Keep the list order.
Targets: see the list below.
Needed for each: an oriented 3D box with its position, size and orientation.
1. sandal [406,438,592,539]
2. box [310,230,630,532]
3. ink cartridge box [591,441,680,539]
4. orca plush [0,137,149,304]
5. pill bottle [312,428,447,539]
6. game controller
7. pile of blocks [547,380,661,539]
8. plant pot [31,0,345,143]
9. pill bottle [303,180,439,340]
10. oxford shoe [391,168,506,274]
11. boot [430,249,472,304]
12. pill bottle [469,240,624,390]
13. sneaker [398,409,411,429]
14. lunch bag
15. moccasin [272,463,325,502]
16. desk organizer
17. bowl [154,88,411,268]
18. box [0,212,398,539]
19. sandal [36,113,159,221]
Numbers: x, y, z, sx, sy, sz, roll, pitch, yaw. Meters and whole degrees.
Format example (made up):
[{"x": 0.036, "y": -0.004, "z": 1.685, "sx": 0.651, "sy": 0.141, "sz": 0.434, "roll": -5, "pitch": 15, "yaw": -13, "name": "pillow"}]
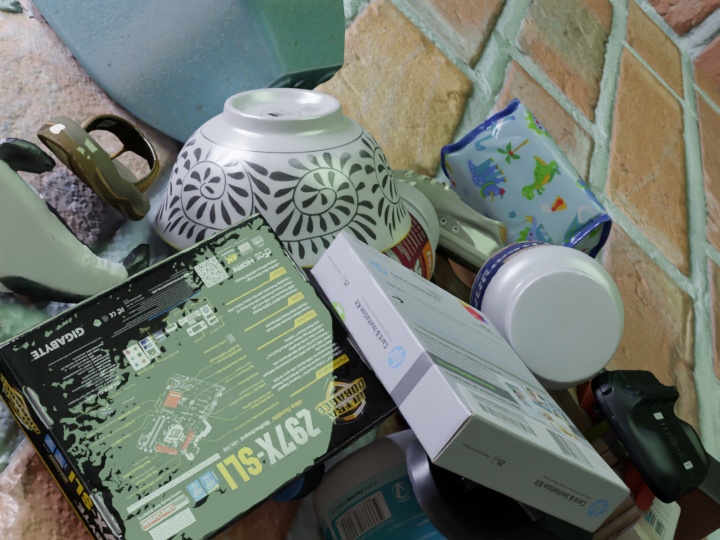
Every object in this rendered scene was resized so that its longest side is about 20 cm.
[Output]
[{"x": 0.097, "y": 0.142, "z": 0.754, "sx": 0.200, "sy": 0.043, "sz": 0.076, "roll": 24, "pitch": 36, "yaw": -47, "name": "sandal"}, {"x": 0.066, "y": 0.068, "z": 0.744, "sx": 0.156, "sy": 0.041, "sz": 0.200, "roll": 29, "pitch": 17, "yaw": -38, "name": "box"}, {"x": 0.176, "y": 0.214, "z": 0.956, "sx": 0.146, "sy": 0.084, "sz": 0.200, "roll": 48, "pitch": 30, "yaw": 2, "name": "ink cartridge box"}, {"x": -0.225, "y": -0.037, "z": 0.738, "sx": 0.199, "sy": 0.106, "sz": 0.071, "roll": 15, "pitch": 11, "yaw": -40, "name": "orca plush"}, {"x": 0.051, "y": 0.214, "z": 0.762, "sx": 0.110, "sy": 0.111, "sz": 0.201, "roll": 9, "pitch": 48, "yaw": -48, "name": "pill bottle"}, {"x": 0.230, "y": 0.127, "z": 0.905, "sx": 0.200, "sy": 0.042, "sz": 0.105, "roll": 11, "pitch": 56, "yaw": -65, "name": "game controller"}, {"x": 0.206, "y": 0.160, "z": 0.909, "sx": 0.082, "sy": 0.062, "sz": 0.201, "roll": 22, "pitch": 38, "yaw": -36, "name": "pile of blocks"}, {"x": -0.125, "y": -0.222, "z": 0.983, "sx": 0.201, "sy": 0.196, "sz": 0.196, "roll": 59, "pitch": 30, "yaw": 1, "name": "plant pot"}, {"x": 0.000, "y": 0.000, "z": 0.952, "sx": 0.110, "sy": 0.110, "sz": 0.200, "roll": 45, "pitch": 29, "yaw": -5, "name": "pill bottle"}, {"x": 0.057, "y": -0.066, "z": 1.112, "sx": 0.199, "sy": 0.058, "sz": 0.075, "roll": 32, "pitch": -5, "yaw": 11, "name": "oxford shoe"}, {"x": 0.115, "y": 0.077, "z": 1.073, "sx": 0.200, "sy": 0.064, "sz": 0.187, "roll": 40, "pitch": 32, "yaw": -23, "name": "boot"}, {"x": 0.148, "y": 0.034, "z": 0.925, "sx": 0.111, "sy": 0.111, "sz": 0.200, "roll": 47, "pitch": 3, "yaw": -2, "name": "pill bottle"}, {"x": 0.071, "y": 0.125, "z": 0.889, "sx": 0.078, "sy": 0.076, "sz": 0.200, "roll": 26, "pitch": -7, "yaw": -7, "name": "sneaker"}, {"x": 0.175, "y": -0.062, "z": 1.254, "sx": 0.171, "sy": 0.127, "sz": 0.200, "roll": 57, "pitch": 1, "yaw": 16, "name": "lunch bag"}, {"x": -0.068, "y": 0.065, "z": 0.811, "sx": 0.068, "sy": 0.080, "sz": 0.201, "roll": 2, "pitch": 53, "yaw": -48, "name": "moccasin"}, {"x": 0.269, "y": 0.185, "z": 1.123, "sx": 0.200, "sy": 0.077, "sz": 0.072, "roll": 38, "pitch": 30, "yaw": -17, "name": "desk organizer"}, {"x": -0.058, "y": -0.082, "z": 0.878, "sx": 0.199, "sy": 0.095, "sz": 0.201, "roll": 1, "pitch": 24, "yaw": -1, "name": "bowl"}, {"x": -0.099, "y": 0.074, "z": 0.709, "sx": 0.199, "sy": 0.049, "sz": 0.160, "roll": -30, "pitch": 80, "yaw": -32, "name": "box"}, {"x": -0.171, "y": -0.080, "z": 0.795, "sx": 0.080, "sy": 0.054, "sz": 0.200, "roll": 41, "pitch": -5, "yaw": -3, "name": "sandal"}]
